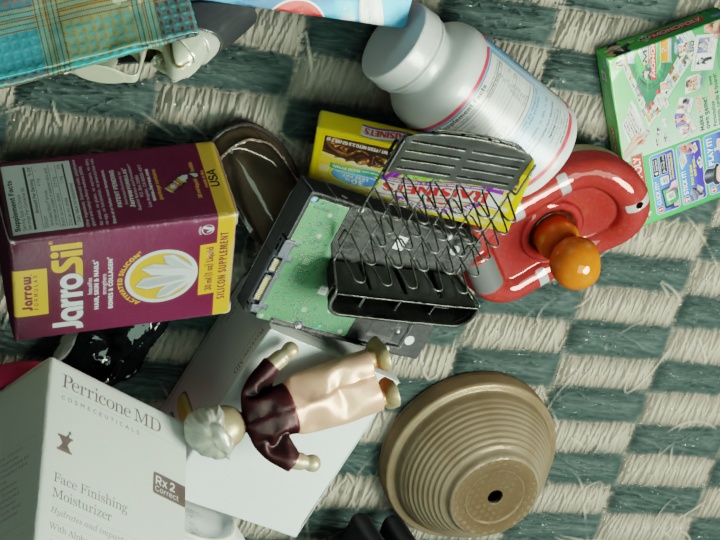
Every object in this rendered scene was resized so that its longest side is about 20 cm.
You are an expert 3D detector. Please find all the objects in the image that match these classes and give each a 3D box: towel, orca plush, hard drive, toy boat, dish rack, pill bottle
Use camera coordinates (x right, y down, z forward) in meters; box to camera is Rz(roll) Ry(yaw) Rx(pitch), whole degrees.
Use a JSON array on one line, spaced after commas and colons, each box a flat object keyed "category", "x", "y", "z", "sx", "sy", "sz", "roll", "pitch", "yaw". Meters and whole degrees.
[{"category": "towel", "x": -0.247, "y": -0.239, "z": 1.300, "sx": 0.200, "sy": 0.022, "sz": 0.147, "roll": -16, "pitch": 93, "yaw": -9}, {"category": "orca plush", "x": -0.264, "y": 0.089, "z": 1.481, "sx": 0.200, "sy": 0.071, "sz": 0.105, "roll": -20, "pitch": 122, "yaw": -9}, {"category": "hard drive", "x": 0.000, "y": 0.000, "z": 1.472, "sx": 0.200, "sy": 0.038, "sz": 0.140, "roll": 15, "pitch": 114, "yaw": -33}, {"category": "toy boat", "x": 0.196, "y": -0.031, "z": 1.541, "sx": 0.200, "sy": 0.131, "sz": 0.131, "roll": -29, "pitch": 132, "yaw": -2}, {"category": "dish rack", "x": 0.065, "y": -0.038, "z": 1.397, "sx": 0.153, "sy": 0.055, "sz": 0.200, "roll": 6, "pitch": 134, "yaw": -28}, {"category": "pill bottle", "x": 0.100, "y": -0.160, "z": 1.456, "sx": 0.200, "sy": 0.109, "sz": 0.109, "roll": 34, "pitch": 102, "yaw": -31}]

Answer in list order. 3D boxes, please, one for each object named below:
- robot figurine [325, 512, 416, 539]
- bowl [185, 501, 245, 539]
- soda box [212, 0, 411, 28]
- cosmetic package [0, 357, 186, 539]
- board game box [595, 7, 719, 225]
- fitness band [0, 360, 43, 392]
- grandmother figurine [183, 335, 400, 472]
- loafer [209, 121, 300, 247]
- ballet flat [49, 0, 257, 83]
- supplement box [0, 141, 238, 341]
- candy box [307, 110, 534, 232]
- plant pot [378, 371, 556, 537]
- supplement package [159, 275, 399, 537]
[{"category": "robot figurine", "x": -0.002, "y": 0.360, "z": 1.698, "sx": 0.150, "sy": 0.125, "sz": 0.200, "roll": 23, "pitch": 112, "yaw": 8}, {"category": "bowl", "x": -0.183, "y": 0.265, "z": 1.529, "sx": 0.201, "sy": 0.201, "sz": 0.090, "roll": 18, "pitch": 112, "yaw": -27}, {"category": "soda box", "x": -0.053, "y": -0.264, "z": 1.370, "sx": 0.200, "sy": 0.064, "sz": 0.068, "roll": 5, "pitch": 116, "yaw": -22}, {"category": "cosmetic package", "x": -0.266, "y": 0.219, "z": 1.378, "sx": 0.165, "sy": 0.200, "sz": 0.165, "roll": -31, "pitch": 134, "yaw": 31}, {"category": "board game box", "x": 0.317, "y": -0.151, "z": 1.587, "sx": 0.134, "sy": 0.029, "sz": 0.200, "roll": -20, "pitch": 123, "yaw": -8}, {"category": "fitness band", "x": -0.305, "y": 0.153, "z": 1.477, "sx": 0.143, "sy": 0.037, "sz": 0.200, "roll": -8, "pitch": 141, "yaw": 9}, {"category": "grandmother figurine", "x": -0.065, "y": 0.129, "z": 1.445, "sx": 0.200, "sy": 0.061, "sz": 0.122, "roll": -15, "pitch": 85, "yaw": -17}, {"category": "loafer", "x": -0.073, "y": -0.054, "z": 1.473, "sx": 0.073, "sy": 0.071, "sz": 0.200, "roll": -34, "pitch": 123, "yaw": 1}, {"category": "ballet flat", "x": -0.184, "y": -0.193, "z": 1.354, "sx": 0.200, "sy": 0.073, "sz": 0.073, "roll": -5, "pitch": 119, "yaw": -16}, {"category": "supplement box", "x": -0.218, "y": -0.028, "z": 1.398, "sx": 0.200, "sy": 0.103, "sz": 0.131, "roll": -8, "pitch": 138, "yaw": -15}, {"category": "candy box", "x": 0.053, "y": -0.090, "z": 1.456, "sx": 0.200, "sy": 0.026, "sz": 0.102, "roll": 13, "pitch": 152, "yaw": -1}, {"category": "plant pot", "x": 0.127, "y": 0.216, "z": 1.683, "sx": 0.200, "sy": 0.093, "sz": 0.201, "roll": -8, "pitch": 119, "yaw": -16}, {"category": "supplement package", "x": -0.090, "y": 0.136, "z": 1.548, "sx": 0.156, "sy": 0.111, "sz": 0.200, "roll": 24, "pitch": 107, "yaw": -29}]
